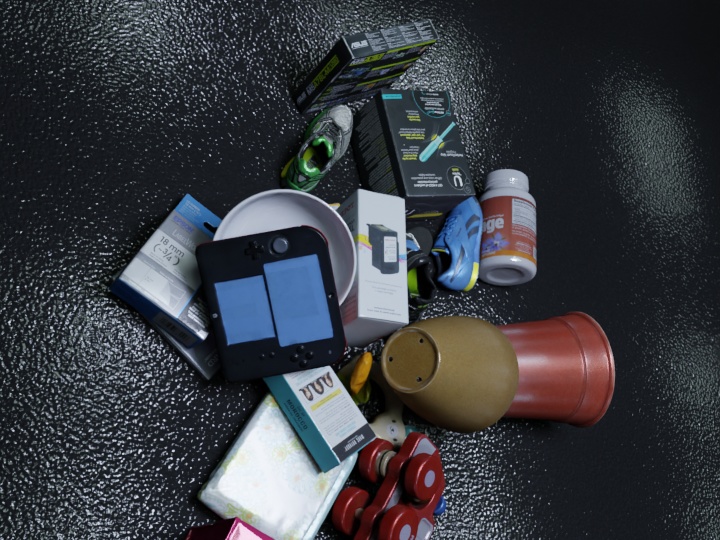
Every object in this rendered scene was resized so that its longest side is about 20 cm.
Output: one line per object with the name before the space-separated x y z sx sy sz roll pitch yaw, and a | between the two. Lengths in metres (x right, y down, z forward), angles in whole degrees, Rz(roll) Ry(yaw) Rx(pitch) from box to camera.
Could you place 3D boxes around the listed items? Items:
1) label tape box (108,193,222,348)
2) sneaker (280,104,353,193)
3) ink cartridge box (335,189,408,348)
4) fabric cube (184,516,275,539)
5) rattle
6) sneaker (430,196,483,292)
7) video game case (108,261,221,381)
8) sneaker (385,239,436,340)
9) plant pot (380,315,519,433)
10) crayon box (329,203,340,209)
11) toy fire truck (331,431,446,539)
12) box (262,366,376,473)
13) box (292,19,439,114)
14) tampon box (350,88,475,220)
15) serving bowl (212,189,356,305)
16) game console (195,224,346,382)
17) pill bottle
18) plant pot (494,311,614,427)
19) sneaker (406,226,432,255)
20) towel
label tape box | -0.239 -0.012 1.105 0.144 0.063 0.200 39 57 -13
sneaker | -0.058 -0.210 1.299 0.078 0.085 0.200 35 57 -15
ink cartridge box | 0.000 0.000 1.152 0.083 0.146 0.200 10 66 -25
fabric cube | -0.141 0.440 0.928 0.199 0.200 0.196 33 59 -13
rattle | 0.053 0.213 1.172 0.200 0.143 0.130 50 40 2
sneaker | 0.171 -0.061 1.387 0.078 0.066 0.200 19 63 -26
video game case | -0.246 0.043 1.130 0.200 0.019 0.143 48 55 -7
sneaker | 0.077 0.051 1.237 0.071 0.083 0.200 -18 125 -31
plant pot | 0.116 0.147 1.148 0.200 0.186 0.187 22 56 -58
crayon box | -0.075 -0.005 1.229 0.126 0.052 0.200 -5 73 -32
toy fire truck | 0.063 0.350 1.133 0.200 0.112 0.168 -59 135 -26
box | -0.069 0.183 1.110 0.082 0.049 0.200 -26 79 -44
box | 0.007 -0.351 1.326 0.200 0.193 0.048 -24 83 -34
tampon box | 0.087 -0.200 1.355 0.150 0.126 0.200 -4 74 -31
serving bowl | -0.109 -0.017 1.076 0.200 0.066 0.200 -2 102 -7
game console | -0.118 0.045 1.039 0.177 0.031 0.200 -11 102 -4
pill bottle | 0.269 -0.082 1.426 0.112 0.112 0.200 17 63 -24
plant pot | 0.286 0.170 1.302 0.195 0.201 0.201 1 71 -21
sneaker | 0.069 -0.025 1.302 0.200 0.088 0.074 -35 90 -37
towel | -0.111 0.290 1.098 0.171 0.048 0.200 39 57 -9
